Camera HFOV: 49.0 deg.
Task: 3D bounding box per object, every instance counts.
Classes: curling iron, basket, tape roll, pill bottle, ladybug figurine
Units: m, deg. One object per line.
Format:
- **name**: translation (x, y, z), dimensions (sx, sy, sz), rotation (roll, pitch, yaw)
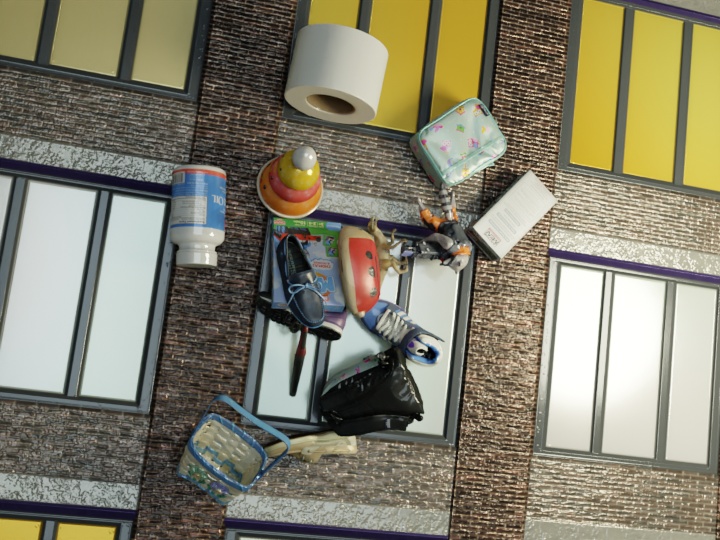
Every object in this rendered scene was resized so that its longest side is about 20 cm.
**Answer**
- **curling iron**: translation (-0.135, 0.172, 1.649), dimensions (0.049, 0.026, 0.201), rotation (1, 111, -8)
- **basket**: translation (-0.253, 0.354, 1.553), dimensions (0.176, 0.139, 0.200), rotation (35, 113, -4)
- **tape roll**: translation (-0.051, -0.414, 1.678), dimensions (0.202, 0.203, 0.140), rotation (13, 82, -11)
- **pill bottle**: translation (-0.334, -0.109, 1.626), dimensions (0.112, 0.112, 0.201), rotation (2, 84, -13)
- **ladybug figurine**: translation (0.000, 0.000, 1.660), dimensions (0.072, 0.136, 0.201), rotation (-9, 75, 11)

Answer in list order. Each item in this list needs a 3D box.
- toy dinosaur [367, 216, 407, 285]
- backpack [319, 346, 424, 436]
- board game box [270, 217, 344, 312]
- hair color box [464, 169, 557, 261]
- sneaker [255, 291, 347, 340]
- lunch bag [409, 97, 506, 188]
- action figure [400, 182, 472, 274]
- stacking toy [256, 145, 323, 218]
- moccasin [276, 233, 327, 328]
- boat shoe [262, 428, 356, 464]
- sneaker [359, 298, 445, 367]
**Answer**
- **toy dinosaur**: translation (0.054, -0.019, 1.743), dimensions (0.101, 0.058, 0.201), rotation (-1, 97, 4)
- **backpack**: translation (0.016, 0.260, 1.631), dimensions (0.199, 0.127, 0.167), rotation (-23, 93, 10)
- **board game box**: translation (-0.113, -0.013, 1.668), dimensions (0.151, 0.037, 0.201), rotation (4, 63, -15)
- **hair color box**: translation (0.344, -0.125, 1.808), dimensions (0.200, 0.061, 0.099), rotation (-44, 94, -14)
- **sneaker**: translation (-0.124, 0.076, 1.686), dimensions (0.199, 0.076, 0.088), rotation (23, 60, -10)
- **lunch bag**: translation (0.228, -0.286, 1.790), dimensions (0.200, 0.077, 0.161), rotation (-33, 92, -14)
- **action figure**: translation (0.173, -0.083, 1.721), dimensions (0.200, 0.105, 0.194), rotation (-7, 67, -41)
- **stacking toy**: translation (-0.130, -0.206, 1.631), dimensions (0.146, 0.200, 0.147), rotation (5, 70, -15)
- **moccasin**: translation (-0.126, 0.019, 1.585), dimensions (0.080, 0.068, 0.200), rotation (-19, 70, -24)
- **boat shoe**: translation (-0.103, 0.372, 1.648), dimensions (0.199, 0.072, 0.065), rotation (-7, 84, -19)
- **sneaker**: translation (0.089, 0.131, 1.670), dimensions (0.200, 0.146, 0.081), rotation (37, 89, -11)
